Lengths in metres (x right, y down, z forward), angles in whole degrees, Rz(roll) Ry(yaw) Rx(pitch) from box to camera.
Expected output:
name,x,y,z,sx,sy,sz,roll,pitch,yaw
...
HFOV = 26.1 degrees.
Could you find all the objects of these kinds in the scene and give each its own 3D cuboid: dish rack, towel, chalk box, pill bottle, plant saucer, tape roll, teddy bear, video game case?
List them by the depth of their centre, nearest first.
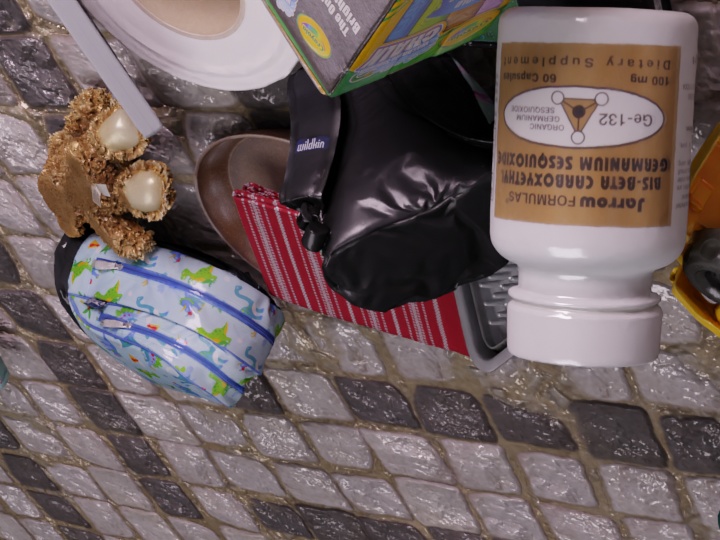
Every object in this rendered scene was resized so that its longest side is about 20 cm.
name,x,y,z,sx,sy,sz,roll,pitch,yaw
chalk box,0.016,-0.187,0.851,0.124,0.124,0.200,58,150,9
pill bottle,0.133,-0.050,0.897,0.114,0.114,0.200,6,99,32
tape roll,-0.111,-0.220,1.059,0.202,0.071,0.202,21,147,15
dish rack,0.121,-0.036,1.069,0.044,0.172,0.200,-2,156,-26
video game case,-0.210,-0.191,1.110,0.143,0.018,0.200,58,176,-39
towel,0.000,0.000,1.250,0.200,0.022,0.145,16,147,25
plant saucer,-0.040,-0.047,1.267,0.200,0.034,0.200,21,147,14
teddy bear,-0.207,-0.084,1.302,0.145,0.067,0.200,54,151,5

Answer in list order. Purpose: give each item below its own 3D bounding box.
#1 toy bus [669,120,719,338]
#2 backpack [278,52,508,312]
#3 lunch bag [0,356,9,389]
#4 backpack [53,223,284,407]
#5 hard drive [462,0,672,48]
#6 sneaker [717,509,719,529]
name,x,y,z,sx,sy,sz,roll,pitch,yaw
toy bus,0.272,-0.002,1.014,0.200,0.136,0.192,36,163,-5
backpack,0.024,-0.072,1.039,0.167,0.200,0.127,-19,132,-2
lunch bag,-0.500,0.070,1.710,0.200,0.122,0.170,4,137,22
backpack,-0.163,0.041,1.378,0.200,0.154,0.163,0,149,28
hard drive,0.086,-0.200,0.960,0.200,0.038,0.140,7,140,31
sneaker,0.325,0.150,1.216,0.080,0.071,0.200,35,142,2
